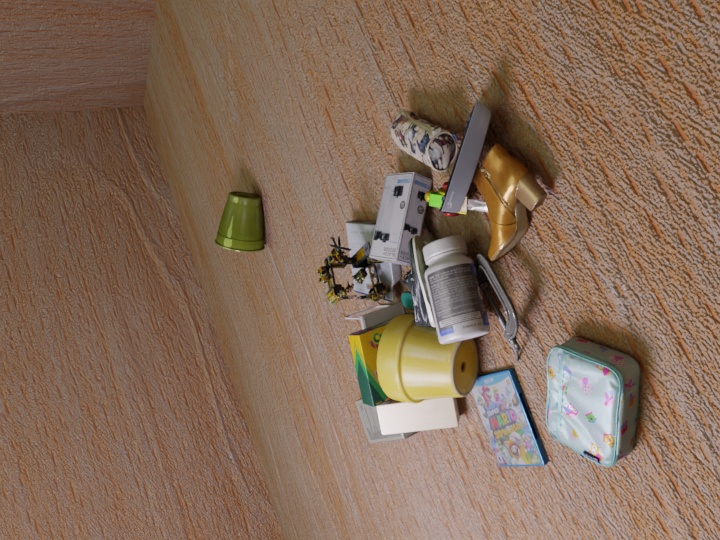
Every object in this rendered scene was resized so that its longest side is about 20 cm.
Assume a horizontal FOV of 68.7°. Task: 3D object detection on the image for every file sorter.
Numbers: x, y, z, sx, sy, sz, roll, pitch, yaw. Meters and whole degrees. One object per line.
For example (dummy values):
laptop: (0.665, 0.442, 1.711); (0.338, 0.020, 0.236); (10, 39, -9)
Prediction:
file sorter: (0.052, 0.206, 1.430); (0.123, 0.135, 0.208); (-9, 94, 59)

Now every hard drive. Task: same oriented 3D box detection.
hard drive: (0.200, -0.208, 1.016); (0.135, 0.041, 0.207); (-36, -37, -82)

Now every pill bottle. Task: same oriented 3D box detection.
pill bottle: (0.196, 0.041, 1.105); (0.113, 0.110, 0.208); (-30, 68, 56)

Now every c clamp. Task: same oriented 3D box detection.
c clamp: (0.278, 0.071, 1.074); (0.172, 0.026, 0.205); (70, 180, -64)

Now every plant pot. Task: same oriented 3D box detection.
plant pot: (0.165, 0.211, 1.221); (0.184, 0.198, 0.209); (2, 105, 40)
plant pot: (-0.456, -0.196, 2.041); (0.198, 0.195, 0.201); (29, 114, 48)

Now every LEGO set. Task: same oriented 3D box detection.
LEGO set: (0.000, 0.000, 1.327); (0.116, 0.193, 0.160); (-39, 51, 52)

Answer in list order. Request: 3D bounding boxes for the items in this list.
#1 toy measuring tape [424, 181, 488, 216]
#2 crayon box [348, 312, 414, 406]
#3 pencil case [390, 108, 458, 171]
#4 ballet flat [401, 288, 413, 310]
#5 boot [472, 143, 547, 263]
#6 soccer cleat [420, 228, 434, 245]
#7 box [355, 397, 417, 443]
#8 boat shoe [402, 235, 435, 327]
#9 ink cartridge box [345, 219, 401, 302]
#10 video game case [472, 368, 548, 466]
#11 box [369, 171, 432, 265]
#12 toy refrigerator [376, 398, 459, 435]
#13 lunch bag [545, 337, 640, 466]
toy measuring tape: (0.227, -0.147, 1.108); (0.194, 0.073, 0.077); (13, 115, 30)
crayon box: (0.078, 0.220, 1.335); (0.057, 0.195, 0.180); (-5, 99, 56)
pencil case: (0.132, -0.285, 1.130); (0.201, 0.075, 0.092); (-128, 25, -54)
ballet flat: (0.179, 0.072, 1.244); (0.197, 0.064, 0.073); (18, 119, 51)
boot: (0.262, -0.128, 1.015); (0.145, 0.069, 0.204); (50, 143, 25)
soccer cleat: (0.156, -0.048, 1.235); (0.199, 0.067, 0.088); (42, 134, 46)
box: (0.089, 0.394, 1.468); (0.199, 0.106, 0.132); (-35, 74, 56)
boat shoe: (0.127, 0.028, 1.174); (0.064, 0.074, 0.207); (-11, 101, 32)
ink cartridge box: (0.036, -0.031, 1.449); (0.197, 0.040, 0.208); (13, 113, 54)
video game case: (0.321, 0.328, 1.164); (0.142, 0.017, 0.207); (-33, 73, 57)
box: (0.093, -0.120, 1.238); (0.115, 0.059, 0.208); (12, 89, 56)
toy refrigerator: (0.144, 0.348, 1.307); (0.193, 0.070, 0.079); (-12, 94, 17)
lunch bag: (0.405, 0.234, 0.941); (0.158, 0.075, 0.208); (20, 119, 52)
